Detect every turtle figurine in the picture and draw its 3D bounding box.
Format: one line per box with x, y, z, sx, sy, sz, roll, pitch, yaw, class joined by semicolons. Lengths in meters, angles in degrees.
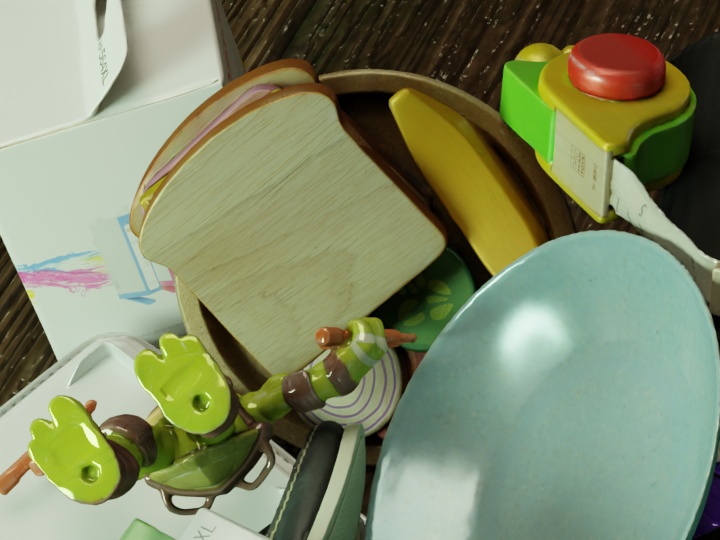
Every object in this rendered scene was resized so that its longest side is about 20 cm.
-0.077;0.069;1.088;0.200;0.161;0.065;-18;82;12;turtle figurine

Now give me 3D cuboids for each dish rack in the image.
-0.104;0.115;1.173;0.172;0.044;0.200;-39;58;-23;dish rack

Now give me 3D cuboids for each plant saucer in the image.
0.081;0.083;1.066;0.201;0.039;0.201;-31;46;39;plant saucer

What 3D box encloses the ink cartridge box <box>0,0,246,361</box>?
-0.109;-0.053;1.276;0.125;0.200;0.129;-17;39;3;ink cartridge box

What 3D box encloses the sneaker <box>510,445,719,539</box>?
0.153;0.116;1.086;0.200;0.070;0.100;-12;43;20;sneaker

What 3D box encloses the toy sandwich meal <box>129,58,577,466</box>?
0.000;0.000;1.175;0.205;0.206;0.070;-10;14;11;toy sandwich meal

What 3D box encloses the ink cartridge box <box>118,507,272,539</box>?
-0.044;0.159;1.000;0.200;0.059;0.104;24;67;27;ink cartridge box

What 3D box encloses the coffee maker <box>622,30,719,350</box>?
0.175;-0.002;1.182;0.192;0.135;0.200;-25;31;34;coffee maker

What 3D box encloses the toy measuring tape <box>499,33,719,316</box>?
0.125;-0.046;1.109;0.073;0.074;0.200;-29;40;-11;toy measuring tape

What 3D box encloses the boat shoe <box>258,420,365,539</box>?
-0.050;0.142;1.086;0.068;0.072;0.200;18;63;13;boat shoe
